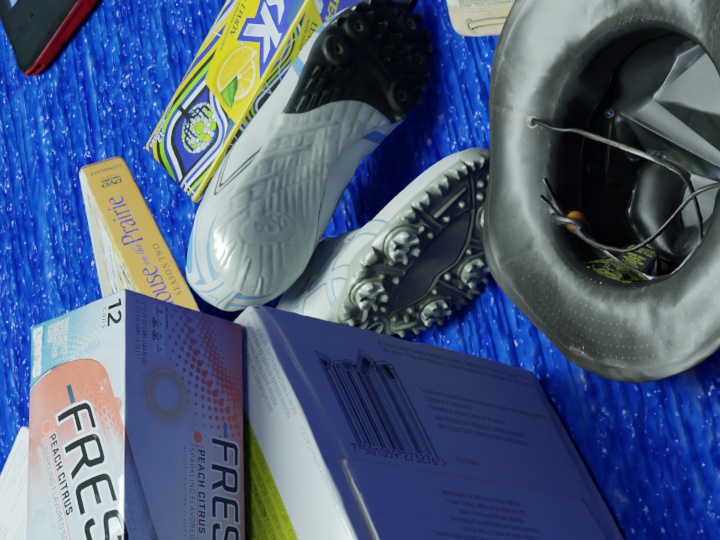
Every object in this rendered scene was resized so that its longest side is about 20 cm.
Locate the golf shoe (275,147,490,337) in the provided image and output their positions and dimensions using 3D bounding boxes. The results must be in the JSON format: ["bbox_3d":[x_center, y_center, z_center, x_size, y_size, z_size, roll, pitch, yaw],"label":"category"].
[{"bbox_3d":[0.000,0.000,1.011,0.200,0.078,0.097,-50,42,21],"label":"golf shoe"}]

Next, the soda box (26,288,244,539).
[{"bbox_3d":[-0.089,0.113,0.775,0.063,0.068,0.201,-21,63,39],"label":"soda box"}]

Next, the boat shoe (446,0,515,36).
[{"bbox_3d":[0.124,-0.136,0.937,0.199,0.072,0.065,8,120,35],"label":"boat shoe"}]

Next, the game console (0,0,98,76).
[{"bbox_3d":[-0.207,-0.256,1.326,0.177,0.031,0.201,-45,49,25],"label":"game console"}]

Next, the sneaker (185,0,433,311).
[{"bbox_3d":[-0.030,-0.065,1.025,0.072,0.072,0.200,-13,39,58],"label":"sneaker"}]

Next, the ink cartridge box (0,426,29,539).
[{"bbox_3d":[-0.157,0.203,1.133,0.200,0.050,0.163,29,98,38],"label":"ink cartridge box"}]

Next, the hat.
[{"bbox_3d":[0.142,-0.052,0.878,0.200,0.081,0.202,1,91,50],"label":"hat"}]

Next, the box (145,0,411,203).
[{"bbox_3d":[-0.035,-0.129,1.084,0.064,0.070,0.201,44,109,43],"label":"box"}]

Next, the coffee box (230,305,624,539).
[{"bbox_3d":[-0.005,0.166,0.871,0.198,0.199,0.201,-46,51,25],"label":"coffee box"}]

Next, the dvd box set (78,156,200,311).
[{"bbox_3d":[-0.100,0.055,1.061,0.147,0.029,0.200,87,159,-48],"label":"dvd box set"}]
